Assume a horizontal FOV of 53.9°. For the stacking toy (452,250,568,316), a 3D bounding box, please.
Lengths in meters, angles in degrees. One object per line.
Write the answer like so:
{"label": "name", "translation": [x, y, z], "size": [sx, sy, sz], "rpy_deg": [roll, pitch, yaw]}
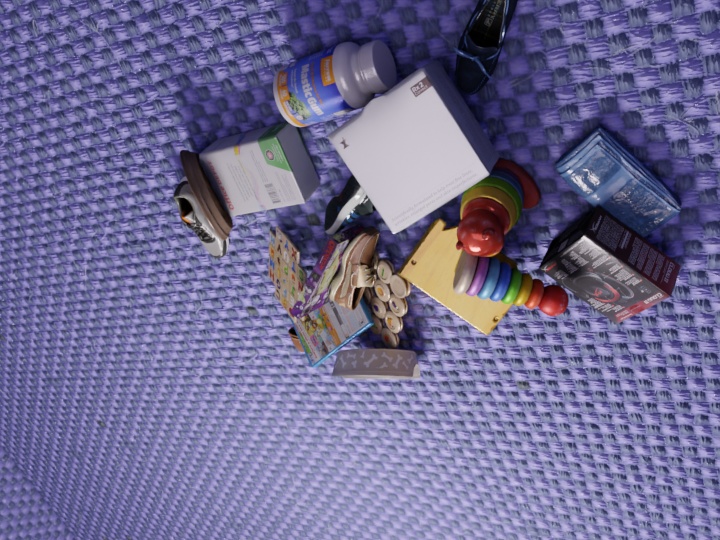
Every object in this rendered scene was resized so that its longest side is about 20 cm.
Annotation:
{"label": "stacking toy", "translation": [0.265, 0.026, 1.222], "size": [0.198, 0.086, 0.086], "rpy_deg": [17, 132, -2]}

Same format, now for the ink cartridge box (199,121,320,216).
{"label": "ink cartridge box", "translation": [-0.201, -0.200, 1.412], "size": [0.199, 0.088, 0.146], "rpy_deg": [-8, 120, 29]}

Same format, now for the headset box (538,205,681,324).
{"label": "headset box", "translation": [0.438, 0.001, 1.233], "size": [0.199, 0.075, 0.149], "rpy_deg": [35, 151, -2]}

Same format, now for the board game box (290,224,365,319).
{"label": "board game box", "translation": [-0.065, 0.003, 1.450], "size": [0.032, 0.120, 0.201], "rpy_deg": [36, 120, 11]}

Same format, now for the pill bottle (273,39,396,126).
{"label": "pill bottle", "translation": [-0.043, -0.325, 1.220], "size": [0.199, 0.112, 0.113], "rpy_deg": [-11, 120, 32]}

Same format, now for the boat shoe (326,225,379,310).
{"label": "boat shoe", "translation": [0.000, 0.000, 1.438], "size": [0.074, 0.076, 0.201], "rpy_deg": [39, 131, 16]}

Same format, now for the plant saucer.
{"label": "plant saucer", "translation": [-0.311, -0.158, 1.450], "size": [0.029, 0.200, 0.201], "rpy_deg": [-25, 116, 0]}

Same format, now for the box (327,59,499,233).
{"label": "box", "translation": [0.091, -0.205, 1.173], "size": [0.198, 0.131, 0.201], "rpy_deg": [-30, 99, 27]}

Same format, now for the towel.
{"label": "towel", "translation": [0.426, -0.139, 1.175], "size": [0.200, 0.049, 0.112], "rpy_deg": [40, 133, -7]}

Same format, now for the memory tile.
{"label": "memory tile", "translation": [0.042, 0.059, 1.487], "size": [0.153, 0.017, 0.201], "rpy_deg": [44, 140, 34]}

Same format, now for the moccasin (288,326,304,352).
{"label": "moccasin", "translation": [-0.084, 0.136, 1.628], "size": [0.200, 0.074, 0.078], "rpy_deg": [-10, 129, 43]}

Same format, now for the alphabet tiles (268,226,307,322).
{"label": "alphabet tiles", "translation": [-0.161, 0.010, 1.542], "size": [0.167, 0.006, 0.201], "rpy_deg": [47, 144, 38]}

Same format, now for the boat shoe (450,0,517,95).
{"label": "boat shoe", "translation": [0.184, -0.363, 1.107], "size": [0.084, 0.069, 0.201], "rpy_deg": [20, 133, 11]}

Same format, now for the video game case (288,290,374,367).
{"label": "video game case", "translation": [-0.069, 0.104, 1.555], "size": [0.200, 0.018, 0.144], "rpy_deg": [-39, 67, 32]}

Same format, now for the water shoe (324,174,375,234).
{"label": "water shoe", "translation": [-0.010, -0.120, 1.386], "size": [0.078, 0.072, 0.200], "rpy_deg": [11, 155, -21]}

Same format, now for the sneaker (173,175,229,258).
{"label": "sneaker", "translation": [-0.358, -0.107, 1.566], "size": [0.073, 0.080, 0.201], "rpy_deg": [-6, 123, 27]}

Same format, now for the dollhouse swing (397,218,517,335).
{"label": "dollhouse swing", "translation": [0.192, -0.001, 1.356], "size": [0.199, 0.176, 0.182], "rpy_deg": [34, 111, -2]}

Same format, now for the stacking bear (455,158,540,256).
{"label": "stacking bear", "translation": [0.220, -0.096, 1.206], "size": [0.121, 0.200, 0.114], "rpy_deg": [-17, 117, 35]}

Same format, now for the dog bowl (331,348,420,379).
{"label": "dog bowl", "translation": [0.035, 0.207, 1.556], "size": [0.198, 0.059, 0.200], "rpy_deg": [1, 169, 0]}
